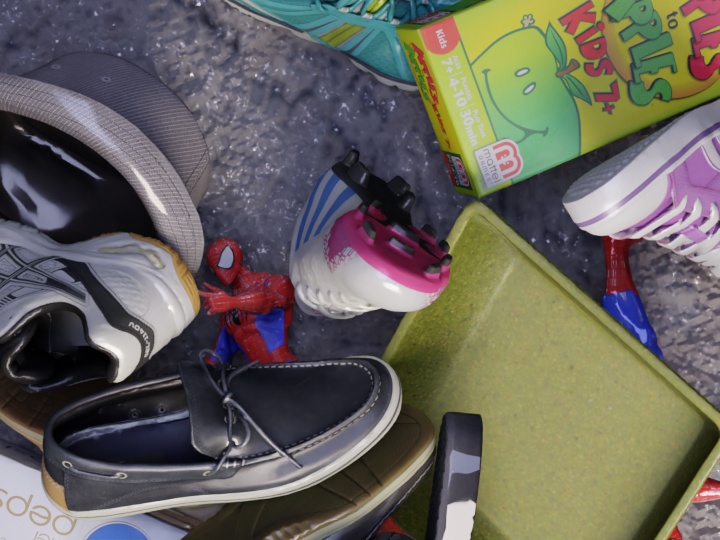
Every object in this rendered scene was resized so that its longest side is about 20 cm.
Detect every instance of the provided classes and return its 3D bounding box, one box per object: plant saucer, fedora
[{"bbox_3d":[0.099,0.093,1.486,0.200,0.048,0.200,43,123,24],"label":"plant saucer"},{"bbox_3d":[-0.164,-0.063,1.523,0.200,0.177,0.090,6,44,30],"label":"fedora"}]

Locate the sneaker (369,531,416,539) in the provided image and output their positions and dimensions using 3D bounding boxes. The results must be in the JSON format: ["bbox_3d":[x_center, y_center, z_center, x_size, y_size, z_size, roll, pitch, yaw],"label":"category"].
[{"bbox_3d":[0.000,0.220,1.461,0.079,0.095,0.200,21,131,4],"label":"sneaker"}]

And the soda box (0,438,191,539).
[{"bbox_3d":[-0.161,0.151,1.537,0.200,0.068,0.064,22,91,4],"label":"soda box"}]

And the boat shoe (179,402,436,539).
[{"bbox_3d":[-0.039,0.149,1.459,0.201,0.066,0.072,-38,44,-18],"label":"boat shoe"}]

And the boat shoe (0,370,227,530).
[{"bbox_3d":[-0.146,0.093,1.527,0.200,0.065,0.071,30,60,31],"label":"boat shoe"}]

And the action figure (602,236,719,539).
[{"bbox_3d":[0.186,0.070,1.519,0.099,0.065,0.200,-2,86,12],"label":"action figure"}]

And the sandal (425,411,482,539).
[{"bbox_3d":[0.055,0.177,1.469,0.043,0.076,0.200,6,105,-4],"label":"sandal"}]

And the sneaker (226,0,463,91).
[{"bbox_3d":[0.000,-0.154,1.542,0.200,0.080,0.078,16,88,3],"label":"sneaker"}]

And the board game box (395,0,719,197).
[{"bbox_3d":[0.132,-0.126,1.517,0.200,0.048,0.102,-23,101,-12],"label":"board game box"}]

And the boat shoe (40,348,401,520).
[{"bbox_3d":[-0.076,0.082,1.437,0.200,0.062,0.075,-12,51,-1],"label":"boat shoe"}]

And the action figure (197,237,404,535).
[{"bbox_3d":[-0.056,0.075,1.518,0.065,0.099,0.200,-32,77,37],"label":"action figure"}]

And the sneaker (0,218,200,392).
[{"bbox_3d":[-0.188,0.024,1.483,0.200,0.088,0.076,-3,125,37],"label":"sneaker"}]

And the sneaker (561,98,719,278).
[{"bbox_3d":[0.191,-0.028,1.474,0.073,0.200,0.114,-30,87,36],"label":"sneaker"}]

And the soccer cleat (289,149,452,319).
[{"bbox_3d":[0.000,0.000,1.481,0.070,0.200,0.086,30,102,-12],"label":"soccer cleat"}]
